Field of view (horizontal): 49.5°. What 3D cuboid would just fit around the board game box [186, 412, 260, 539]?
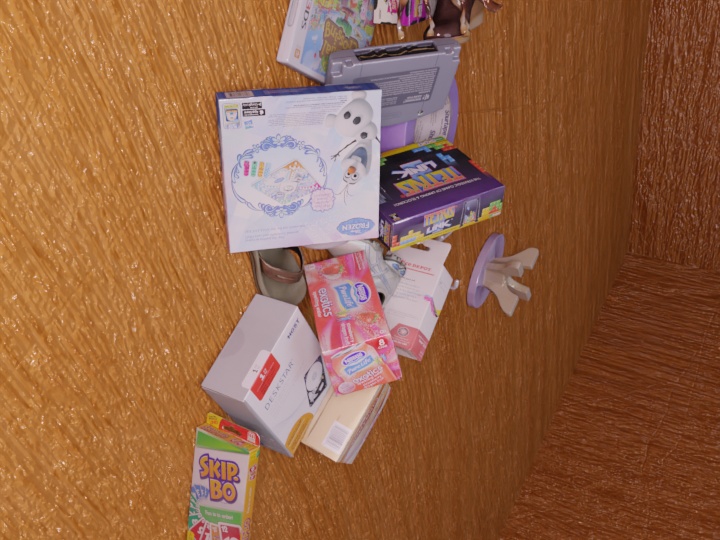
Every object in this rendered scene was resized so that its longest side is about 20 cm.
[{"bbox_3d":[-0.189,0.302,1.074,0.030,0.095,0.201,-13,116,-59],"label":"board game box"}]

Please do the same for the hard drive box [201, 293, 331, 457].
[{"bbox_3d":[-0.126,0.156,1.138,0.156,0.077,0.200,-62,150,-24],"label":"hard drive box"}]

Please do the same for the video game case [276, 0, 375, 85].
[{"bbox_3d":[-0.036,-0.352,1.092,0.200,0.022,0.183,6,99,-63],"label":"video game case"}]

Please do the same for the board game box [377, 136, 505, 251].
[{"bbox_3d":[0.085,-0.120,1.165,0.200,0.165,0.057,-20,134,-25],"label":"board game box"}]

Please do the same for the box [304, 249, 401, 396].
[{"bbox_3d":[-0.014,0.073,1.150,0.200,0.102,0.095,-106,-179,-51],"label":"box"}]

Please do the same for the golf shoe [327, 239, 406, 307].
[{"bbox_3d":[0.000,0.000,1.256,0.200,0.078,0.097,32,73,-45],"label":"golf shoe"}]

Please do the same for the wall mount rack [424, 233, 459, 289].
[{"bbox_3d":[0.155,-0.019,1.572,0.200,0.074,0.174,-38,136,-50],"label":"wall mount rack"}]

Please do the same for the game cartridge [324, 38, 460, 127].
[{"bbox_3d":[0.039,-0.265,1.128,0.199,0.041,0.134,-12,145,-20],"label":"game cartridge"}]

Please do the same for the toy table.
[{"bbox_3d":[0.351,0.011,1.915,0.184,0.117,0.200,35,74,-61],"label":"toy table"}]

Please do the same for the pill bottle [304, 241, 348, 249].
[{"bbox_3d":[-0.059,-0.137,1.077,0.104,0.104,0.200,-45,141,-43],"label":"pill bottle"}]

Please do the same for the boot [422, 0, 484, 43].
[{"bbox_3d":[0.132,-0.435,1.185,0.200,0.072,0.167,-48,132,-49],"label":"boot"}]

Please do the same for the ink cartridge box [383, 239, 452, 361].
[{"bbox_3d":[0.083,0.042,1.359,0.200,0.116,0.068,-66,151,-15],"label":"ink cartridge box"}]

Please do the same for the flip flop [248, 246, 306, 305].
[{"bbox_3d":[-0.110,-0.018,1.092,0.081,0.057,0.200,-53,147,-35],"label":"flip flop"}]

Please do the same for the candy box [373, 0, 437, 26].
[{"bbox_3d":[0.082,-0.454,1.189,0.200,0.061,0.137,-44,141,-58],"label":"candy box"}]

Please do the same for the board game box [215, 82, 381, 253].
[{"bbox_3d":[-0.075,-0.129,0.985,0.199,0.043,0.200,-6,117,-14],"label":"board game box"}]

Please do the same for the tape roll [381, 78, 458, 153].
[{"bbox_3d":[0.085,-0.249,1.309,0.200,0.085,0.201,-40,138,-49],"label":"tape roll"}]

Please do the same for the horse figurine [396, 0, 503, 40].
[{"bbox_3d":[0.110,-0.396,1.096,0.200,0.050,0.133,-14,100,-33],"label":"horse figurine"}]

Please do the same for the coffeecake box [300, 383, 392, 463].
[{"bbox_3d":[-0.019,0.239,1.312,0.154,0.073,0.200,-60,168,-10],"label":"coffeecake box"}]
